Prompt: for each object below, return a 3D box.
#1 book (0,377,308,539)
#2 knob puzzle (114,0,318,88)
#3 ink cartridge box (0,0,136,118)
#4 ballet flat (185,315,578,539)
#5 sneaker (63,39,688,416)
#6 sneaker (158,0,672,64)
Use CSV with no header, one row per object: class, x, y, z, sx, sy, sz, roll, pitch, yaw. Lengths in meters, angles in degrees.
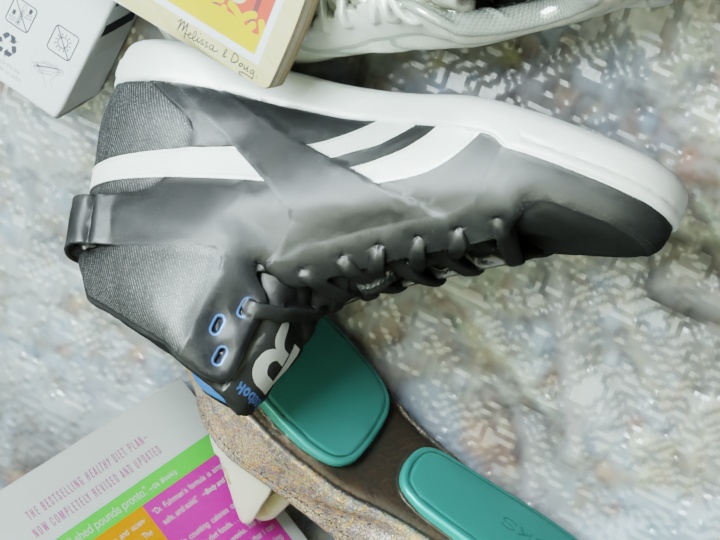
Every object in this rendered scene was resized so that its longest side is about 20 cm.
book,-0.047,0.147,0.930,0.200,0.133,0.048,52,136,6
knob puzzle,-0.067,-0.182,0.832,0.218,0.030,0.221,9,106,31
ink cartridge box,-0.095,-0.160,0.906,0.099,0.039,0.201,35,119,8
ballet flat,-0.005,0.077,0.938,0.200,0.068,0.067,42,126,6
sneaker,0.000,0.000,0.877,0.199,0.073,0.113,12,77,20
sneaker,0.013,-0.101,0.859,0.199,0.081,0.076,-7,107,26
